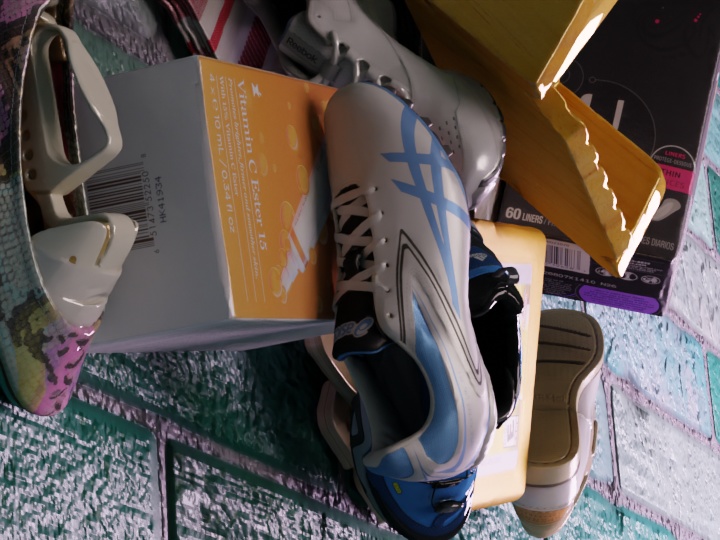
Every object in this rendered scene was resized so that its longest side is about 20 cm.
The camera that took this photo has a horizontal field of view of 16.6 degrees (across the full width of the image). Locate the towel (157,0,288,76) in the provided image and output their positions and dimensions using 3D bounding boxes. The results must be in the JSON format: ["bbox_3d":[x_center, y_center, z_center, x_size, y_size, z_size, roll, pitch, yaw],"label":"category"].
[{"bbox_3d":[-0.059,-0.126,1.388,0.144,0.023,0.200,-74,146,-49],"label":"towel"}]

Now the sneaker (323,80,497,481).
[{"bbox_3d":[0.014,0.003,1.189,0.072,0.072,0.200,-5,78,-42],"label":"sneaker"}]

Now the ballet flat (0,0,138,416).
[{"bbox_3d":[-0.137,-0.038,1.090,0.069,0.071,0.200,5,75,-68],"label":"ballet flat"}]

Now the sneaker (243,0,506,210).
[{"bbox_3d":[0.000,-0.100,1.330,0.087,0.075,0.200,8,31,-49],"label":"sneaker"}]

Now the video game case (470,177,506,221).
[{"bbox_3d":[0.078,-0.108,1.584,0.200,0.036,0.181,-56,153,-68],"label":"video game case"}]

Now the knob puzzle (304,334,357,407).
[{"bbox_3d":[0.000,0.000,1.417,0.220,0.030,0.220,-6,90,-66],"label":"knob puzzle"}]

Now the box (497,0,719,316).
[{"bbox_3d":[0.169,-0.087,1.651,0.106,0.122,0.200,84,19,-67],"label":"box"}]

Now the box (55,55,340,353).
[{"bbox_3d":[-0.070,-0.027,1.210,0.200,0.097,0.124,2,78,-68],"label":"box"}]

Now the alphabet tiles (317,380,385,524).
[{"bbox_3d":[0.013,0.049,1.481,0.196,0.015,0.200,58,30,-36],"label":"alphabet tiles"}]

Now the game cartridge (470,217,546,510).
[{"bbox_3d":[0.067,0.058,1.475,0.200,0.032,0.176,2,93,-73],"label":"game cartridge"}]

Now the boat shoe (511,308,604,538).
[{"bbox_3d":[0.124,0.100,1.666,0.200,0.075,0.068,-69,161,-56],"label":"boat shoe"}]

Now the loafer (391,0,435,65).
[{"bbox_3d":[0.013,-0.185,1.504,0.070,0.075,0.200,-86,159,-75],"label":"loafer"}]

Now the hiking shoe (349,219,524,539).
[{"bbox_3d":[0.043,0.072,1.305,0.087,0.074,0.200,-133,-143,-51],"label":"hiking shoe"}]

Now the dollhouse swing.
[{"bbox_3d":[0.137,-0.144,1.399,0.182,0.176,0.200,44,-10,36],"label":"dollhouse swing"}]
